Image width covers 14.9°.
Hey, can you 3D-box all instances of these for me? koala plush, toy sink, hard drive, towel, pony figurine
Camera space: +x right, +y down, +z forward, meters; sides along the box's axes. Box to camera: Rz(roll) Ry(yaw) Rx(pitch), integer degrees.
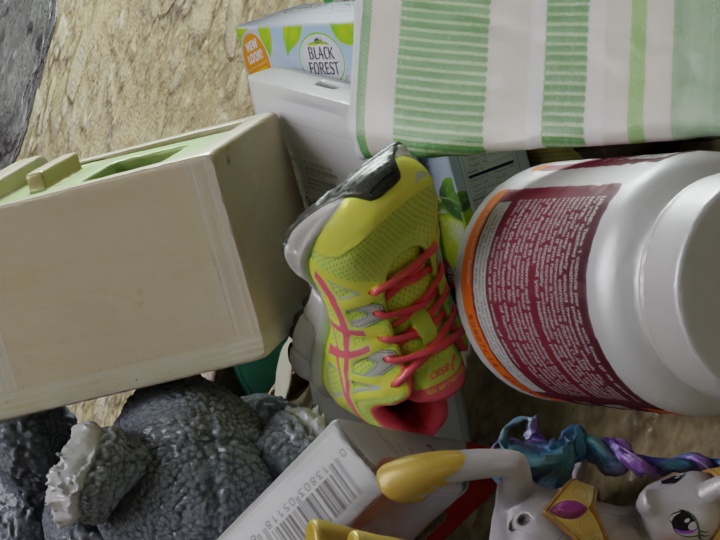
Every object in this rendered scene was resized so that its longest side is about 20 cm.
[{"bbox_3d":[-0.093,0.121,1.396,0.200,0.177,0.184,127,142,-60],"label":"koala plush"},{"bbox_3d":[-0.136,-0.003,1.387,0.130,0.199,0.112,-43,-62,-71],"label":"toy sink"},{"bbox_3d":[0.000,0.000,1.421,0.132,0.027,0.201,19,125,57],"label":"hard drive"},{"bbox_3d":[0.086,-0.127,1.277,0.199,0.023,0.153,-3,74,28],"label":"towel"},{"bbox_3d":[0.077,0.139,1.220,0.193,0.199,0.167,107,155,-54],"label":"pony figurine"}]

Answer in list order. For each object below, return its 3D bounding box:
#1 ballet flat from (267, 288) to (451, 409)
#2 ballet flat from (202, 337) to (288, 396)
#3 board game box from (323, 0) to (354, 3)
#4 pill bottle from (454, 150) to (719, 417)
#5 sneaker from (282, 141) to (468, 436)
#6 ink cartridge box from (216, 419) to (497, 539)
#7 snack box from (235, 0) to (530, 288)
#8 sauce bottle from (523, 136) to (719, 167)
[{"bbox_3d":[-0.003,0.034,1.573,0.200,0.062,0.068,-61,28,34],"label":"ballet flat"},{"bbox_3d":[-0.091,0.075,1.643,0.067,0.068,0.200,0,36,33],"label":"ballet flat"},{"bbox_3d":[0.057,-0.196,1.508,0.200,0.029,0.135,-49,41,23],"label":"board game box"},{"bbox_3d":[0.132,0.006,1.208,0.200,0.114,0.115,-179,100,-67],"label":"pill bottle"},{"bbox_3d":[0.019,0.016,1.295,0.090,0.078,0.200,46,160,23],"label":"sneaker"},{"bbox_3d":[-0.005,0.150,1.343,0.162,0.200,0.050,-46,61,16],"label":"ink cartridge box"},{"bbox_3d":[0.015,-0.069,1.434,0.200,0.053,0.143,6,113,62],"label":"snack box"},{"bbox_3d":[0.122,-0.079,1.341,0.200,0.065,0.065,1,80,65],"label":"sauce bottle"}]
